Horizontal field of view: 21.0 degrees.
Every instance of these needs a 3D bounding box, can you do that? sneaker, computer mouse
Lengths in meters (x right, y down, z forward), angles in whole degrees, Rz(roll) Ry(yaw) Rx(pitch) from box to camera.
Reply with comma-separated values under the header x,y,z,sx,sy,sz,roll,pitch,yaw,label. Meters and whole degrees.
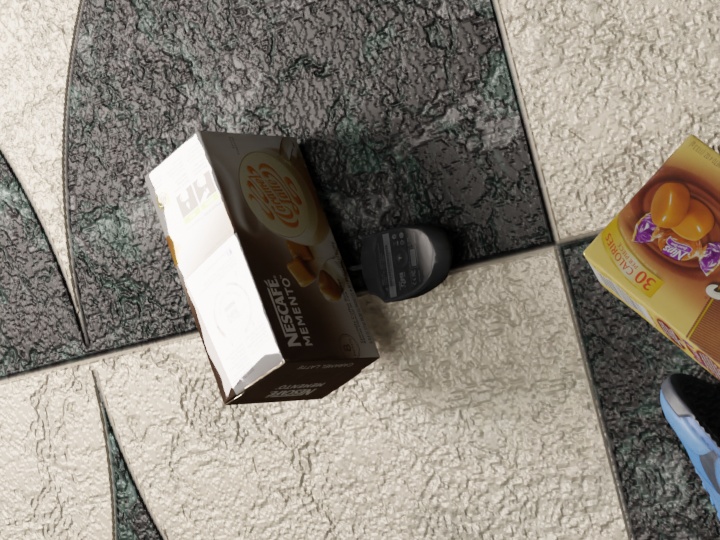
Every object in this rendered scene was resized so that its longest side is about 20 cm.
x,y,z,sx,sy,sz,roll,pitch,yaw,label
0.270,0.164,1.376,0.200,0.066,0.079,49,126,16,sneaker
0.000,0.000,1.555,0.199,0.034,0.059,-9,85,42,computer mouse

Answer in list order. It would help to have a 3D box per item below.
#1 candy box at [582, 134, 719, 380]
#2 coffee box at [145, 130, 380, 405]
x,y,z,sx,sy,sz,roll,pitch,yaw,label
0.261,0.012,1.306,0.117,0.056,0.200,-46,55,-2,candy box
-0.078,-0.002,1.528,0.080,0.114,0.201,-36,66,37,coffee box
